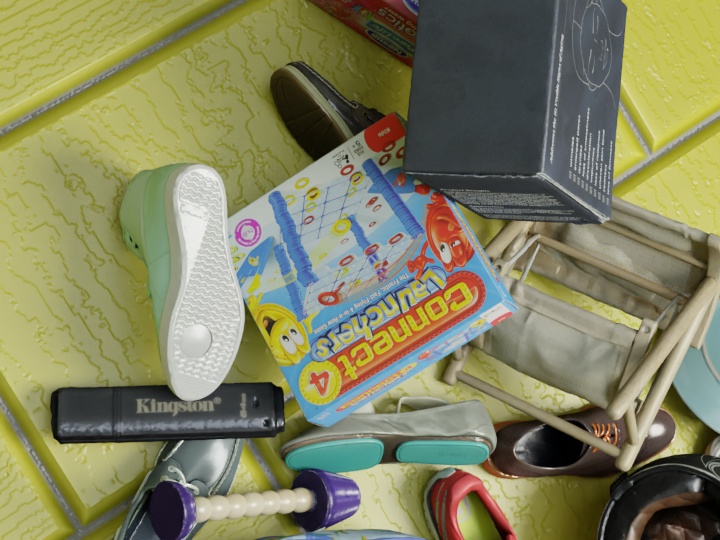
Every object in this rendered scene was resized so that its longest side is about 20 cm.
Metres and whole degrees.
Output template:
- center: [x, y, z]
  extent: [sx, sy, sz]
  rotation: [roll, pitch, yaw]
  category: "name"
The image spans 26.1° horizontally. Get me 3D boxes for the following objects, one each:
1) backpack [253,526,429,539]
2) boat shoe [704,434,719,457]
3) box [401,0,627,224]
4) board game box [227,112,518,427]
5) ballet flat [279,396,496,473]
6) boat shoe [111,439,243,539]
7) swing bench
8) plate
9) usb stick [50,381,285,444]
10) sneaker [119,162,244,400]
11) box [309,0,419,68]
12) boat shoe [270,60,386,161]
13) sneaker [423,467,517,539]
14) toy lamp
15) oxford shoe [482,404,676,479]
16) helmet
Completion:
- center: [-0.033, 0.309, 1.314]
  extent: [0.200, 0.147, 0.183]
  rotation: [7, 81, -22]
  category: "backpack"
- center: [0.435, 0.167, 1.517]
  extent: [0.200, 0.069, 0.071]
  rotation: [-26, 117, -15]
  category: "boat shoe"
- center: [0.133, -0.154, 1.285]
  extent: [0.124, 0.197, 0.200]
  rotation: [3, 82, 23]
  category: "box"
- center: [0.000, 0.000, 1.336]
  extent: [0.200, 0.056, 0.196]
  rotation: [-33, 71, 9]
  category: "board game box"
- center: [0.023, 0.145, 1.404]
  extent: [0.200, 0.067, 0.064]
  rotation: [0, 54, -11]
  category: "ballet flat"
- center: [-0.159, 0.201, 1.331]
  extent: [0.073, 0.062, 0.200]
  rotation: [37, 73, -7]
  category: "boat shoe"
- center: [0.195, 0.035, 1.390]
  extent: [0.199, 0.130, 0.200]
  rotation: [26, 69, 25]
  category: "swing bench"
- center: [0.393, 0.078, 1.507]
  extent: [0.200, 0.026, 0.200]
  rotation: [4, 61, -6]
  category: "plate"
- center: [-0.165, 0.122, 1.330]
  extent: [0.200, 0.033, 0.056]
  rotation: [-1, 48, -6]
  category: "usb stick"
- center: [-0.159, 0.007, 1.339]
  extent: [0.074, 0.118, 0.201]
  rotation: [-4, 97, -33]
  category: "sneaker"
- center: [0.055, -0.255, 1.439]
  extent: [0.200, 0.100, 0.096]
  rotation: [32, 75, -12]
  category: "box"
- center: [-0.001, -0.117, 1.425]
  extent: [0.200, 0.073, 0.065]
  rotation: [50, 61, -10]
  category: "boat shoe"
- center: [0.117, 0.272, 1.401]
  extent: [0.077, 0.085, 0.200]
  rotation: [-28, 92, -18]
  category: "sneaker"
- center: [-0.084, 0.201, 1.331]
  extent: [0.200, 0.058, 0.058]
  rotation: [1, 82, -40]
  category: "toy lamp"
- center: [0.216, 0.163, 1.453]
  extent: [0.200, 0.073, 0.071]
  rotation: [-9, 86, -19]
  category: "oxford shoe"
- center: [0.316, 0.265, 1.412]
  extent: [0.191, 0.200, 0.200]
  rotation: [31, 69, -57]
  category: "helmet"
